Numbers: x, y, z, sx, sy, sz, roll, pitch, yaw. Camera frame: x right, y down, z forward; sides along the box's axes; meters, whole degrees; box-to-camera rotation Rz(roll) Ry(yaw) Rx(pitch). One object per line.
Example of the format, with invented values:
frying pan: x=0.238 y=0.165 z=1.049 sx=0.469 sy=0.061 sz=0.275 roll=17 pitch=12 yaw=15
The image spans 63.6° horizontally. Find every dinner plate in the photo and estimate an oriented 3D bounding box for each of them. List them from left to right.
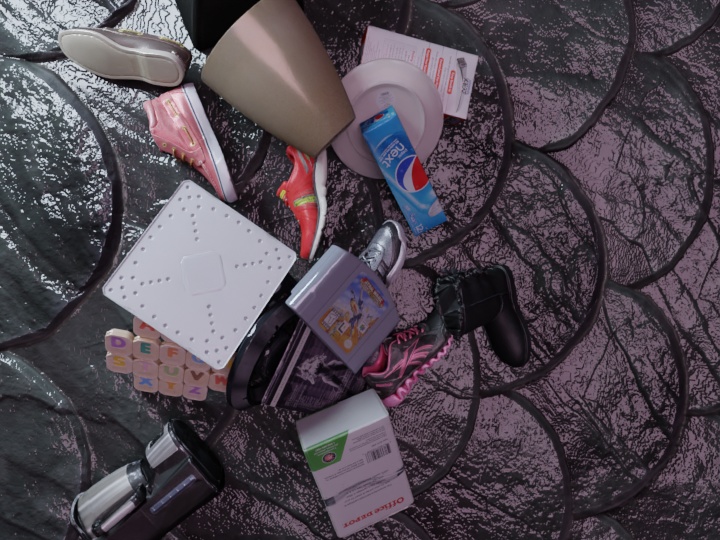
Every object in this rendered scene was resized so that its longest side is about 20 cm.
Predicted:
dinner plate: x=0.042 y=-0.246 z=0.966 sx=0.197 sy=0.024 sz=0.203 roll=-2 pitch=117 yaw=-4

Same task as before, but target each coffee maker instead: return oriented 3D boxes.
coffee maker: x=-0.316 y=0.367 z=0.924 sx=0.199 sy=0.135 sz=0.193 roll=-37 pitch=122 yaw=-6

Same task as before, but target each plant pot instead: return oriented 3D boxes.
plant pot: x=-0.200 y=-0.485 z=0.873 sx=0.198 sy=0.177 sz=0.202 roll=-23 pitch=97 yaw=-10
plant pot: x=-0.107 y=-0.279 z=0.893 sx=0.187 sy=0.187 sz=0.200 roll=-44 pitch=99 yaw=-6

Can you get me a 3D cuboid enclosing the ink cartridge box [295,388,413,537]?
ink cartridge box: x=-0.008 y=0.320 z=0.963 sx=0.145 sy=0.083 sz=0.202 roll=-20 pitch=116 yaw=-10

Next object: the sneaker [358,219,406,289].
sneaker: x=0.000 y=0.000 z=0.962 sx=0.113 sy=0.075 sz=0.202 roll=23 pitch=91 yaw=-46

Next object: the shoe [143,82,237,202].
shoe: x=-0.271 y=-0.191 z=0.928 sx=0.090 sy=0.071 sz=0.202 roll=-23 pitch=91 yaw=-8

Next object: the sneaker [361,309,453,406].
sneaker: x=0.080 y=0.134 z=0.999 sx=0.095 sy=0.079 sz=0.200 roll=43 pitch=83 yaw=-20

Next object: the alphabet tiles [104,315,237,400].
alphabet tiles: x=-0.290 y=0.142 z=0.897 sx=0.197 sy=0.015 sz=0.197 roll=13 pitch=133 yaw=-11

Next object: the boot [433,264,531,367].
boot: x=0.211 y=0.084 z=0.999 sx=0.161 sy=0.073 sz=0.201 roll=-11 pitch=88 yaw=-41

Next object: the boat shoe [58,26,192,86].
boat shoe: x=-0.364 y=-0.341 z=0.906 sx=0.197 sy=0.072 sz=0.060 roll=12 pitch=49 yaw=1

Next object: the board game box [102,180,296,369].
board game box: x=-0.226 y=0.005 z=0.836 sx=0.199 sy=0.026 sz=0.201 roll=34 pitch=76 yaw=-4

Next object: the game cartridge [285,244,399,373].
game cartridge: x=-0.017 y=0.060 z=0.906 sx=0.133 sy=0.041 sz=0.200 roll=-46 pitch=131 yaw=-8

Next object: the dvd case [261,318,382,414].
dvd case: x=-0.054 y=0.167 z=0.956 sx=0.199 sy=0.016 sz=0.150 roll=25 pitch=90 yaw=-45

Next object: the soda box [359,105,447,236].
soda box: x=0.072 y=-0.162 z=0.960 sx=0.064 sy=0.068 sz=0.201 roll=-27 pitch=116 yaw=9

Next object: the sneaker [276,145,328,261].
sneaker: x=-0.097 y=-0.114 z=0.968 sx=0.084 sy=0.077 sz=0.203 roll=1 pitch=82 yaw=-6

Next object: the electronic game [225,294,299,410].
electronic game: x=-0.140 y=0.128 z=0.909 sx=0.041 sy=0.200 sz=0.202 roll=28 pitch=86 yaw=18

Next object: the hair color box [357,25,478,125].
hair color box: x=0.091 y=-0.330 z=0.995 sx=0.197 sy=0.064 sz=0.112 roll=11 pitch=91 yaw=-10

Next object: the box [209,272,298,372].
box: x=-0.197 y=0.060 z=0.928 sx=0.200 sy=0.046 sz=0.159 roll=-43 pitch=129 yaw=-7
